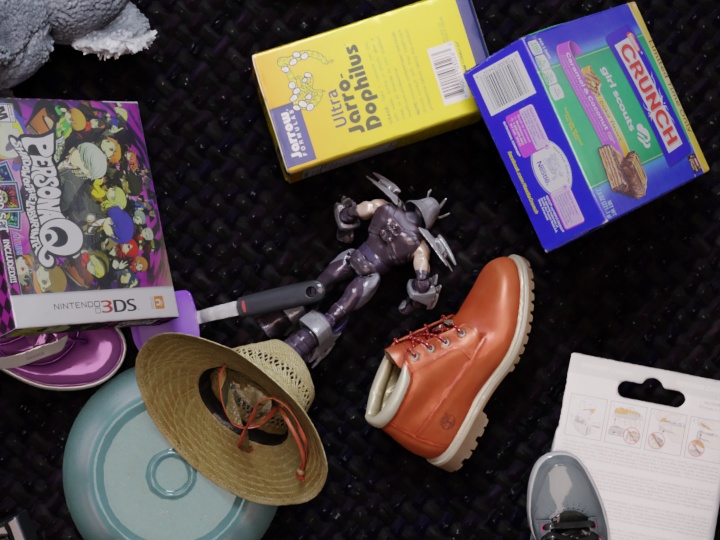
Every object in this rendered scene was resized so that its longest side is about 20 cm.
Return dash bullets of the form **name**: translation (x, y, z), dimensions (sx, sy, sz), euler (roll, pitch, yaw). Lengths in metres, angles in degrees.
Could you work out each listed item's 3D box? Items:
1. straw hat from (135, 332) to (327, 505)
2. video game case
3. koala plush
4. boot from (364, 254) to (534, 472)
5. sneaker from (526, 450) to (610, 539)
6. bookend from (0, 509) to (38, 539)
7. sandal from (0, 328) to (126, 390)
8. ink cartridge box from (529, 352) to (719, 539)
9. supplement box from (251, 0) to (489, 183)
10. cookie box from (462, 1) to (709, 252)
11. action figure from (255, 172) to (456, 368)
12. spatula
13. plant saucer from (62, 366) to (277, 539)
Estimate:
- **straw hat**: translation (-0.088, 0.104, 1.607), dimensions (0.201, 0.201, 0.085), euler (43, 54, -1)
- **video game case**: translation (-0.250, -0.048, 1.617), dimensions (0.180, 0.036, 0.202), euler (-2, 77, -47)
- **koala plush**: translation (-0.286, -0.231, 1.631), dimensions (0.198, 0.184, 0.179), euler (-19, 89, -15)
- **boot**: translation (0.079, 0.067, 1.662), dimensions (0.107, 0.075, 0.201), euler (26, 86, -23)
- **sneaker**: translation (0.186, 0.256, 1.606), dimensions (0.083, 0.121, 0.202), euler (-9, 88, -4)
- **bookend**: translation (-0.369, 0.242, 1.636), dimensions (0.198, 0.092, 0.200), euler (-21, 89, -5)
- **sandal**: translation (-0.308, 0.054, 1.668), dimensions (0.201, 0.050, 0.083), euler (17, 87, -2)
- **ink cartridge box**: translation (0.245, 0.189, 1.696), dimensions (0.161, 0.057, 0.202), euler (11, 83, -3)
- **supplement box**: translation (0.012, -0.162, 1.663), dimensions (0.198, 0.109, 0.110), euler (-18, 89, -4)
- **cookie box**: translation (0.200, -0.128, 1.631), dimensions (0.075, 0.199, 0.172), euler (-25, 90, 39)
- **action figure**: translation (0.000, 0.000, 1.666), dimensions (0.200, 0.069, 0.130), euler (-41, 60, -3)
- **spatula**: translation (-0.117, 0.036, 1.657), dimensions (0.199, 0.021, 0.057), euler (-12, 87, 29)
- **plant saucer**: translation (-0.168, 0.180, 1.678), dimensions (0.198, 0.036, 0.202), euler (0, 87, -3)
